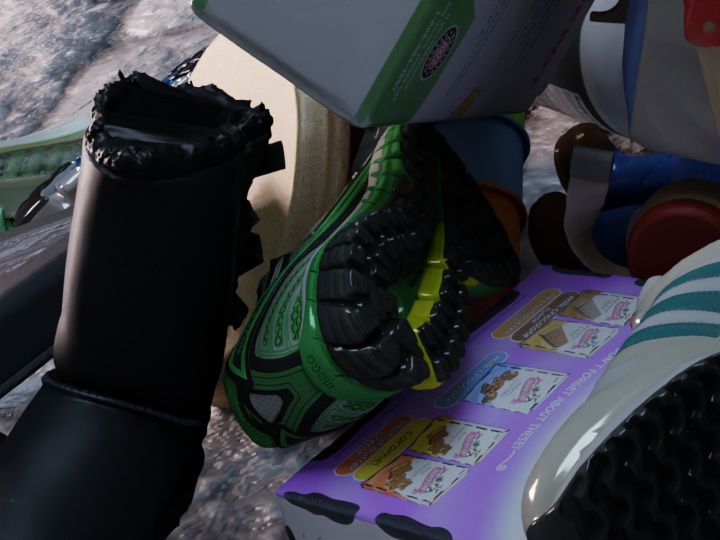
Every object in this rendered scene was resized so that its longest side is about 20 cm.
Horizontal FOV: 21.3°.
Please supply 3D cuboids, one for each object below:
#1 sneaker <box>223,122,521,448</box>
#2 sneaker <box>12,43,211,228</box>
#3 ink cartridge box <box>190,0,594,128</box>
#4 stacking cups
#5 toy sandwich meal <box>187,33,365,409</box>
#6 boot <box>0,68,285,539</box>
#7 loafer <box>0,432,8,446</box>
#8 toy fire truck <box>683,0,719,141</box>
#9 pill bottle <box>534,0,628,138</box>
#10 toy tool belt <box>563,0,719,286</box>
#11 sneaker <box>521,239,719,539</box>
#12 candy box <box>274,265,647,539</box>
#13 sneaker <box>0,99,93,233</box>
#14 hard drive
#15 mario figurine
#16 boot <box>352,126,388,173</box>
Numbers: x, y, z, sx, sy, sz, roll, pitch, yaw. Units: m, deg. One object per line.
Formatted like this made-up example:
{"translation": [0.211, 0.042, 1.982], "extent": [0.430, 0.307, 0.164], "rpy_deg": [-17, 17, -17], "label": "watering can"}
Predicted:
{"translation": [0.000, 0.000, 0.721], "extent": [0.085, 0.078, 0.200], "rpy_deg": [-30, 8, 25], "label": "sneaker"}
{"translation": [-0.087, -0.054, 0.989], "extent": [0.200, 0.087, 0.075], "rpy_deg": [-47, 16, -32], "label": "sneaker"}
{"translation": [0.040, -0.138, 0.737], "extent": [0.087, 0.145, 0.200], "rpy_deg": [35, 17, 16], "label": "ink cartridge box"}
{"translation": [0.045, -0.042, 0.851], "extent": [0.060, 0.061, 0.200], "rpy_deg": [-6, 53, 17], "label": "stacking cups"}
{"translation": [-0.035, -0.030, 0.861], "extent": [0.070, 0.205, 0.205], "rpy_deg": [10, 16, -27], "label": "toy sandwich meal"}
{"translation": [-0.083, 0.029, 0.644], "extent": [0.073, 0.163, 0.198], "rpy_deg": [16, 22, 7], "label": "boot"}
{"translation": [-0.141, 0.098, 0.753], "extent": [0.070, 0.070, 0.200], "rpy_deg": [-16, 31, -18], "label": "loafer"}
{"translation": [0.182, -0.036, 0.667], "extent": [0.141, 0.200, 0.049], "rpy_deg": [0, 29, 7], "label": "toy fire truck"}
{"translation": [0.136, -0.130, 0.991], "extent": [0.114, 0.114, 0.200], "rpy_deg": [-27, 28, -22], "label": "pill bottle"}
{"translation": [0.147, -0.095, 0.742], "extent": [0.125, 0.200, 0.123], "rpy_deg": [11, 26, 14], "label": "toy tool belt"}
{"translation": [0.109, 0.038, 0.589], "extent": [0.200, 0.070, 0.093], "rpy_deg": [-36, 16, -31], "label": "sneaker"}
{"translation": [0.102, 0.077, 0.654], "extent": [0.200, 0.072, 0.168], "rpy_deg": [10, 36, 42], "label": "candy box"}
{"translation": [-0.160, -0.031, 1.013], "extent": [0.200, 0.077, 0.089], "rpy_deg": [-31, 42, -22], "label": "sneaker"}
{"translation": [-0.155, 0.021, 0.766], "extent": [0.140, 0.033, 0.200], "rpy_deg": [-17, 14, 34], "label": "hard drive"}
{"translation": [0.170, -0.053, 0.822], "extent": [0.200, 0.124, 0.106], "rpy_deg": [-8, -17, 29], "label": "mario figurine"}
{"translation": [0.004, -0.082, 0.947], "extent": [0.068, 0.131, 0.200], "rpy_deg": [-19, 27, -8], "label": "boot"}
